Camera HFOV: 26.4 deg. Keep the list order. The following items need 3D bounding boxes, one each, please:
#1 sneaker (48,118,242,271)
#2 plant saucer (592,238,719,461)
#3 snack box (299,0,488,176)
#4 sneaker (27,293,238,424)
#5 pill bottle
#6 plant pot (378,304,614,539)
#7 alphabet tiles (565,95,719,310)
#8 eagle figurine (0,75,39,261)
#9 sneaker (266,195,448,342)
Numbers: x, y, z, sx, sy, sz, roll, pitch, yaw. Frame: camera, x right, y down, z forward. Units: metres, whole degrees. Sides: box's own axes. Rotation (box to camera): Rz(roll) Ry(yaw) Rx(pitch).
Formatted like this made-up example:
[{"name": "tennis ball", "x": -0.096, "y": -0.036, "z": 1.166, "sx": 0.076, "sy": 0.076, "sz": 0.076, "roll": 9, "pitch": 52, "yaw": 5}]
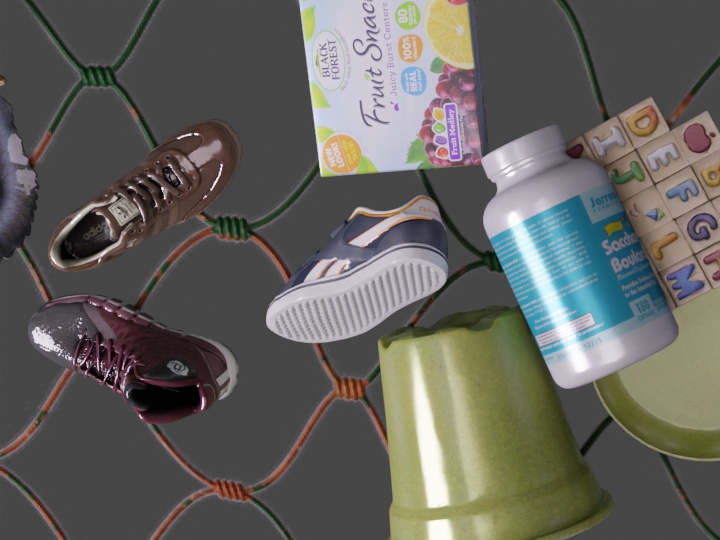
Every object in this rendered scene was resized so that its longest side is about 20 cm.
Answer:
[{"name": "sneaker", "x": -0.188, "y": -0.056, "z": 1.340, "sx": 0.200, "sy": 0.076, "sz": 0.071, "roll": -36, "pitch": 98, "yaw": 18}, {"name": "plant saucer", "x": 0.296, "y": 0.065, "z": 1.317, "sx": 0.199, "sy": 0.031, "sz": 0.201, "roll": 3, "pitch": 107, "yaw": 10}, {"name": "snack box", "x": 0.027, "y": -0.185, "z": 1.276, "sx": 0.142, "sy": 0.053, "sz": 0.201, "roll": -4, "pitch": 106, "yaw": 12}, {"name": "sneaker", "x": -0.214, "y": 0.081, "z": 1.364, "sx": 0.199, "sy": 0.116, "sz": 0.076, "roll": 13, "pitch": 108, "yaw": 5}, {"name": "pill bottle", "x": 0.170, "y": -0.014, "z": 1.245, "sx": 0.111, "sy": 0.111, "sz": 0.200, "roll": -25, "pitch": 87, "yaw": 16}, {"name": "plant pot", "x": 0.098, "y": 0.131, "z": 1.301, "sx": 0.200, "sy": 0.200, "sz": 0.185, "roll": -12, "pitch": 93, "yaw": 13}, {"name": "alphabet tiles", "x": 0.226, "y": -0.042, "z": 1.287, "sx": 0.200, "sy": 0.006, "sz": 0.167, "roll": -29, "pitch": 85, "yaw": 18}, {"name": "eagle figurine", "x": -0.375, "y": -0.114, "z": 1.346, "sx": 0.152, "sy": 0.151, "sz": 0.200, "roll": 48, "pitch": 151, "yaw": 34}, {"name": "sneaker", "x": 0.000, "y": 0.000, "z": 1.330, "sx": 0.200, "sy": 0.080, "sz": 0.078, "roll": -24, "pitch": 138, "yaw": 38}]
